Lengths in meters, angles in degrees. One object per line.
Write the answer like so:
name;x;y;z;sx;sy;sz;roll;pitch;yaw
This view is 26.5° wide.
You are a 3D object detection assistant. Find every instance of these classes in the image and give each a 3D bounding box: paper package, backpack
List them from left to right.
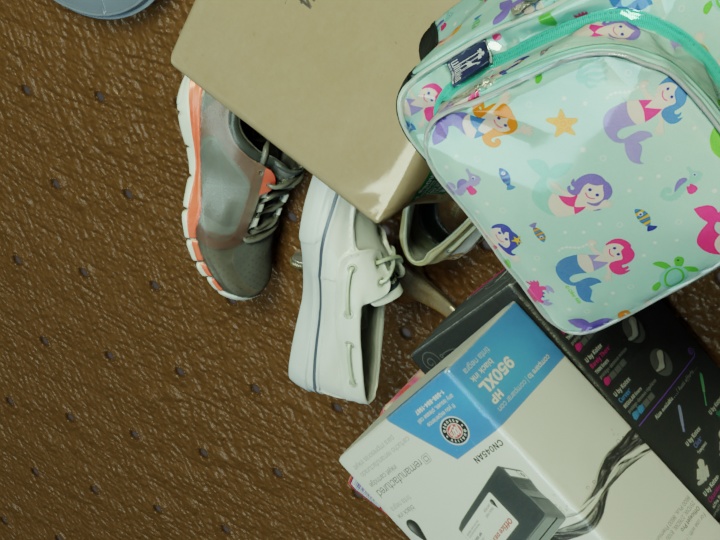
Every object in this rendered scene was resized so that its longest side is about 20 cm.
paper package;0.012;-0.162;0.906;0.190;0.103;0.200;39;117;21
backpack;0.135;-0.078;0.752;0.200;0.151;0.178;-29;112;23

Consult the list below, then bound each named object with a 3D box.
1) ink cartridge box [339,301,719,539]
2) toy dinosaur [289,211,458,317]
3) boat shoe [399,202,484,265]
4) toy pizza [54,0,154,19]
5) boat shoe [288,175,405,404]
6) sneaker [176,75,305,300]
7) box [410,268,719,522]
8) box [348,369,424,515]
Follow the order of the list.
ink cartridge box;0.106;0.142;0.949;0.200;0.084;0.145;47;139;2
toy dinosaur;0.033;0.005;1.104;0.200;0.060;0.106;27;146;37
boat shoe;0.077;-0.080;0.985;0.075;0.068;0.200;32;135;18
toy pizza;-0.204;-0.280;1.107;0.200;0.032;0.201;20;129;27
boat shoe;0.000;0.000;1.036;0.067;0.074;0.201;19;125;18
sneaker;-0.082;-0.061;1.131;0.082;0.077;0.201;11;126;27
box;0.153;0.084;1.009;0.200;0.106;0.122;50;138;-1
box;0.104;0.162;1.115;0.200;0.095;0.100;36;136;14
